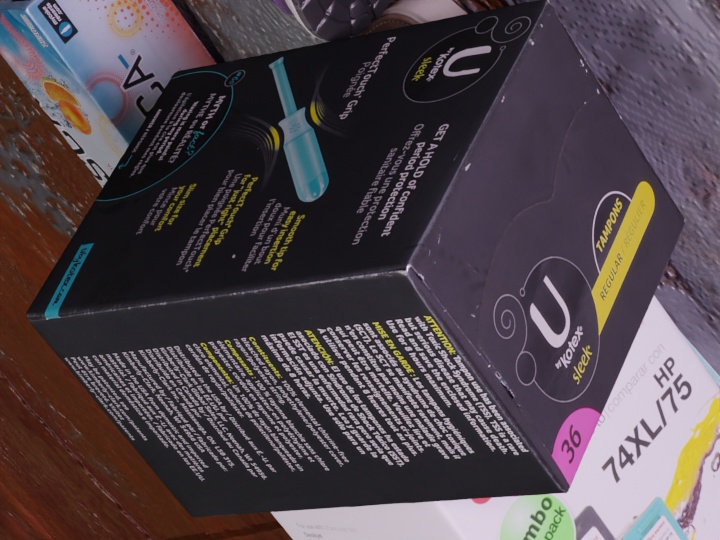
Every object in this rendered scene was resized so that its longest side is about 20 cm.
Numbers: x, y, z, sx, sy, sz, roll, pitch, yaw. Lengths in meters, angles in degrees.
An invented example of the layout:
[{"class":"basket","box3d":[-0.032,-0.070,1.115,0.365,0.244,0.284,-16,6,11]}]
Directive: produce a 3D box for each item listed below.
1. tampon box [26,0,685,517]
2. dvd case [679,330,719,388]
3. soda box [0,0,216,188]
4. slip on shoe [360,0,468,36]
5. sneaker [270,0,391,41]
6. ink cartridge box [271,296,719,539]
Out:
[{"class":"tampon box","box3d":[0.000,0.000,0.974,0.200,0.150,0.126,-7,132,39]},{"class":"dvd case","box3d":[0.109,0.063,1.159,0.146,0.022,0.200,48,157,-8]},{"class":"soda box","box3d":[-0.102,-0.073,1.214,0.064,0.068,0.200,5,136,56]},{"class":"slip on shoe","box3d":[0.009,-0.056,1.075,0.076,0.061,0.200,45,157,-1]},{"class":"sneaker","box3d":[-0.051,-0.179,0.960,0.088,0.076,0.200,34,155,36]},{"class":"ink cartridge box","box3d":[0.085,0.117,1.076,0.200,0.147,0.146,53,153,-19]}]
